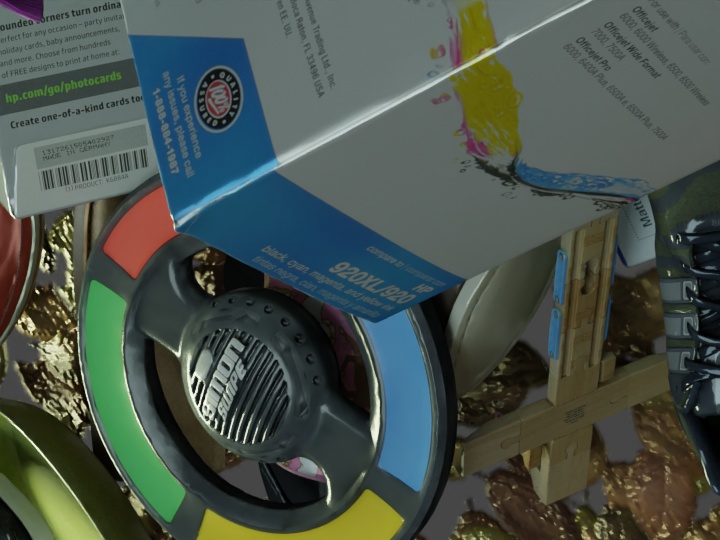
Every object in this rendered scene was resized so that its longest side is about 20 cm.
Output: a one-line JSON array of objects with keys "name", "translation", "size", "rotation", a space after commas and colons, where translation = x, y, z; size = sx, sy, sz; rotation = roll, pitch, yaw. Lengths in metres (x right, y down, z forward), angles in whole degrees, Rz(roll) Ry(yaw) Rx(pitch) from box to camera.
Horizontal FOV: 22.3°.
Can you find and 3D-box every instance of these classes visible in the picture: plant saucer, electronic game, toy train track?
[{"name": "plant saucer", "translation": [-0.154, 0.150, 1.006], "size": [0.200, 0.031, 0.201], "rotation": [42, 150, 30]}, {"name": "electronic game", "translation": [-0.046, 0.047, 0.811], "size": [0.199, 0.042, 0.202], "rotation": [11, 111, 30]}, {"name": "toy train track", "translation": [0.088, 0.024, 0.797], "size": [0.033, 0.114, 0.201], "rotation": [53, 155, 40]}]

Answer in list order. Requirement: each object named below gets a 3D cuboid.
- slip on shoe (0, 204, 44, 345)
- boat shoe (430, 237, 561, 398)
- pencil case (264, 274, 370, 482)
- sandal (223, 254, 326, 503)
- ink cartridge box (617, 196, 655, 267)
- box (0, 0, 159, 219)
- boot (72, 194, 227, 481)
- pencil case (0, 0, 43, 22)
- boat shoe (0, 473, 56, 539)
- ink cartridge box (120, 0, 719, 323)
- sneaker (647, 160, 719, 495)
[{"name": "slip on shoe", "translation": [-0.235, 0.028, 0.985], "size": [0.074, 0.061, 0.201], "rotation": [35, 96, 17]}, {"name": "boat shoe", "translation": [0.054, -0.034, 0.773], "size": [0.059, 0.072, 0.201], "rotation": [34, 129, 24]}, {"name": "pencil case", "translation": [0.000, 0.000, 0.843], "size": [0.086, 0.083, 0.202], "rotation": [14, 112, 26]}, {"name": "sandal", "translation": [-0.033, 0.078, 0.934], "size": [0.076, 0.043, 0.201], "rotation": [-7, 108, 33]}, {"name": "ink cartridge box", "translation": [0.113, -0.106, 0.765], "size": [0.199, 0.041, 0.201], "rotation": [-21, 100, 36]}, {"name": "box", "translation": [-0.101, -0.138, 0.811], "size": [0.041, 0.155, 0.201], "rotation": [-142, 42, -58]}, {"name": "boot", "translation": [-0.104, 0.022, 0.945], "size": [0.075, 0.074, 0.201], "rotation": [3, 122, 13]}, {"name": "pencil case", "translation": [-0.153, -0.147, 0.652], "size": [0.200, 0.085, 0.093], "rotation": [20, 91, 53]}, {"name": "boat shoe", "translation": [-0.243, 0.134, 1.034], "size": [0.199, 0.066, 0.075], "rotation": [34, 143, 39]}, {"name": "ink cartridge box", "translation": [0.038, -0.099, 0.636], "size": [0.199, 0.144, 0.148], "rotation": [-26, 63, 22]}, {"name": "sneaker", "translation": [0.152, 0.013, 0.729], "size": [0.073, 0.081, 0.201], "rotation": [-6, 138, 15]}]
